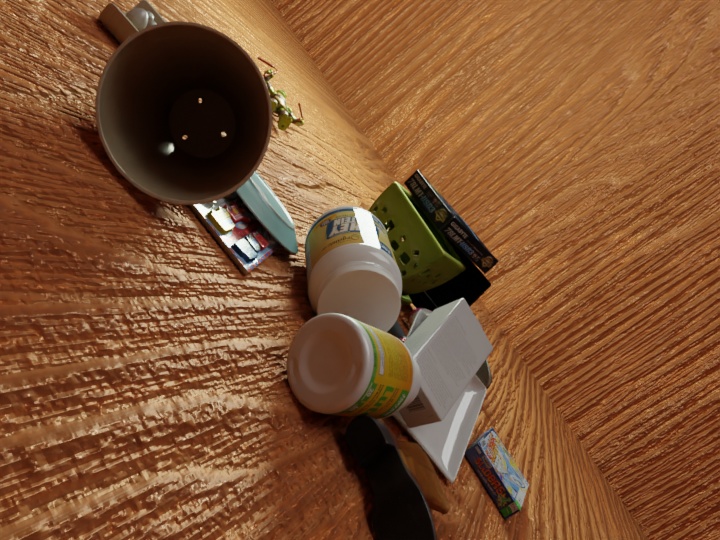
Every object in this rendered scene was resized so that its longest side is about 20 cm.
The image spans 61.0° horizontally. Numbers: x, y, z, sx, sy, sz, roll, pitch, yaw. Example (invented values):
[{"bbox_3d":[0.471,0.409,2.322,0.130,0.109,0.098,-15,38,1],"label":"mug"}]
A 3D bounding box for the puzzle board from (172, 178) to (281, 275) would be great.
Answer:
[{"bbox_3d":[-0.178,-0.080,0.864,0.151,0.017,0.200,52,13,-7],"label":"puzzle board"}]

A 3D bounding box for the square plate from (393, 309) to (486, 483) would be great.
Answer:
[{"bbox_3d":[0.116,0.199,0.991,0.199,0.028,0.201,50,44,-14],"label":"square plate"}]

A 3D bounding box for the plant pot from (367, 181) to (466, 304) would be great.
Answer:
[{"bbox_3d":[0.088,-0.042,1.332,0.202,0.181,0.198,59,16,20],"label":"plant pot"}]

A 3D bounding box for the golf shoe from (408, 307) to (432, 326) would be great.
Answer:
[{"bbox_3d":[0.179,0.170,1.356,0.201,0.075,0.092,49,17,-13],"label":"golf shoe"}]

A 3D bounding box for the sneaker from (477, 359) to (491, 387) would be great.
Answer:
[{"bbox_3d":[0.306,0.241,1.604,0.106,0.075,0.201,39,18,-39],"label":"sneaker"}]

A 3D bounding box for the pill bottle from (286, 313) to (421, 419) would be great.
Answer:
[{"bbox_3d":[0.004,0.126,0.763,0.112,0.111,0.199,60,15,27],"label":"pill bottle"}]

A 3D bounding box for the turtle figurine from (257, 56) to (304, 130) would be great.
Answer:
[{"bbox_3d":[-0.210,-0.420,1.512,0.201,0.064,0.162,56,18,-30],"label":"turtle figurine"}]

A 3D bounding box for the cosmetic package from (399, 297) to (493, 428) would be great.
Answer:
[{"bbox_3d":[0.120,0.139,0.950,0.200,0.071,0.102,-38,99,-46],"label":"cosmetic package"}]

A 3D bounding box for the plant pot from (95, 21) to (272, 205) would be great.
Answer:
[{"bbox_3d":[-0.200,-0.184,0.748,0.188,0.187,0.200,50,0,-13],"label":"plant pot"}]

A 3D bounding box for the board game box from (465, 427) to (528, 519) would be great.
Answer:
[{"bbox_3d":[0.269,0.388,1.191,0.136,0.034,0.200,58,13,15],"label":"board game box"}]

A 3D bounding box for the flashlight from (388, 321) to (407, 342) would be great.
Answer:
[{"bbox_3d":[0.060,0.115,1.105,0.067,0.068,0.201,7,37,-34],"label":"flashlight"}]

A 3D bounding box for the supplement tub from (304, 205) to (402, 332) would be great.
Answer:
[{"bbox_3d":[-0.013,0.003,0.945,0.145,0.144,0.201,46,15,-27],"label":"supplement tub"}]

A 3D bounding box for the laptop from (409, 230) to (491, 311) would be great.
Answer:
[{"bbox_3d":[0.195,0.040,1.448,0.188,0.115,0.201,53,-14,24],"label":"laptop"}]

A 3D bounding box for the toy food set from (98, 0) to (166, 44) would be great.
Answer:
[{"bbox_3d":[-0.326,-0.371,0.987,0.144,0.060,0.201,48,15,-22],"label":"toy food set"}]

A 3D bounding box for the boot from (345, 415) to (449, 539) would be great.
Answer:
[{"bbox_3d":[0.063,0.281,0.742,0.189,0.068,0.200,54,3,36],"label":"boot"}]

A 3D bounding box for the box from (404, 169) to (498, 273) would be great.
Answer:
[{"bbox_3d":[0.201,-0.108,1.365,0.198,0.050,0.201,36,17,-39],"label":"box"}]

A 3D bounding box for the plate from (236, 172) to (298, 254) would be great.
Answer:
[{"bbox_3d":[-0.152,-0.112,0.955,0.201,0.025,0.200,54,4,-6],"label":"plate"}]
